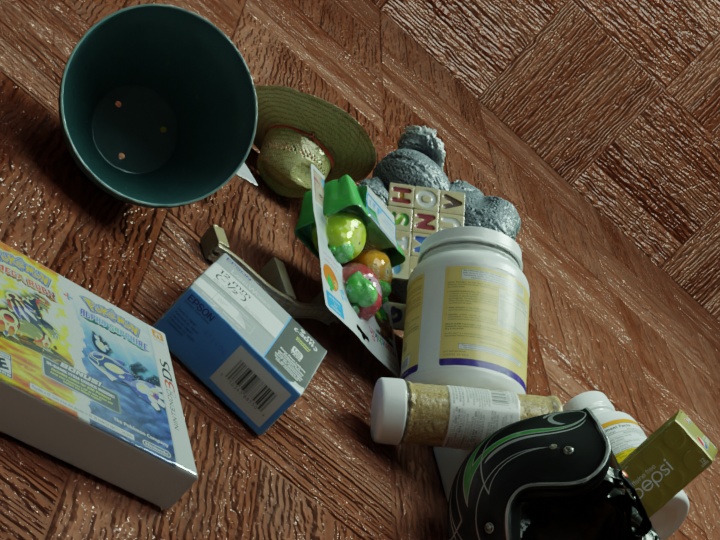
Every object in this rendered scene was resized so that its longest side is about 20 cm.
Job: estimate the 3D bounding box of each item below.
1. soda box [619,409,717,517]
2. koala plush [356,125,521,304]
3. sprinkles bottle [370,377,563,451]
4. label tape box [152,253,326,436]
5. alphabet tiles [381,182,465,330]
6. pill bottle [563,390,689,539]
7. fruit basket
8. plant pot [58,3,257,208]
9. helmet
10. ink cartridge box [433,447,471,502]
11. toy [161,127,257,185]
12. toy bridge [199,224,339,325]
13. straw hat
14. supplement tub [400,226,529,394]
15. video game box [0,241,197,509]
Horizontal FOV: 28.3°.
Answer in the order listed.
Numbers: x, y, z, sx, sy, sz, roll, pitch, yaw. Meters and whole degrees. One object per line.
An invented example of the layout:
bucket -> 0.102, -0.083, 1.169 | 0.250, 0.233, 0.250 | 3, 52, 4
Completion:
soda box -> 0.329, 0.259, 1.701 | 0.068, 0.200, 0.064 | 47, 18, 9
koala plush -> 0.093, -0.081, 1.871 | 0.200, 0.177, 0.183 | 48, -28, -6
sprinkles bottle -> 0.111, 0.156, 1.503 | 0.197, 0.069, 0.068 | 7, 26, -9
label tape box -> -0.107, 0.058, 1.385 | 0.143, 0.066, 0.200 | 44, 18, -4
alphabet tiles -> 0.077, -0.015, 1.759 | 0.165, 0.008, 0.202 | 8, 62, -5
pill bottle -> 0.335, 0.257, 1.874 | 0.111, 0.111, 0.201 | 28, 23, -43
fruit basket -> 0.000, 0.000, 1.626 | 0.185, 0.093, 0.202 | 47, 22, -47
plant pot -> -0.219, -0.157, 1.466 | 0.200, 0.201, 0.135 | 40, -17, -13
helmet -> 0.176, 0.243, 1.402 | 0.202, 0.189, 0.200 | 61, 4, -8
ink cartridge box -> 0.180, 0.257, 1.586 | 0.199, 0.067, 0.116 | 37, 18, -25
toy -> -0.204, -0.159, 1.697 | 0.114, 0.047, 0.201 | 27, 21, -37
toy bridge -> -0.091, 0.018, 1.580 | 0.199, 0.027, 0.068 | 31, 24, -39
straw hat -> -0.086, -0.142, 1.851 | 0.200, 0.200, 0.086 | 37, 57, -23
supplement tub -> 0.121, 0.067, 1.637 | 0.145, 0.144, 0.202 | 31, 54, -38
video game box -> -0.224, 0.075, 1.107 | 0.199, 0.047, 0.183 | 33, 18, -34
